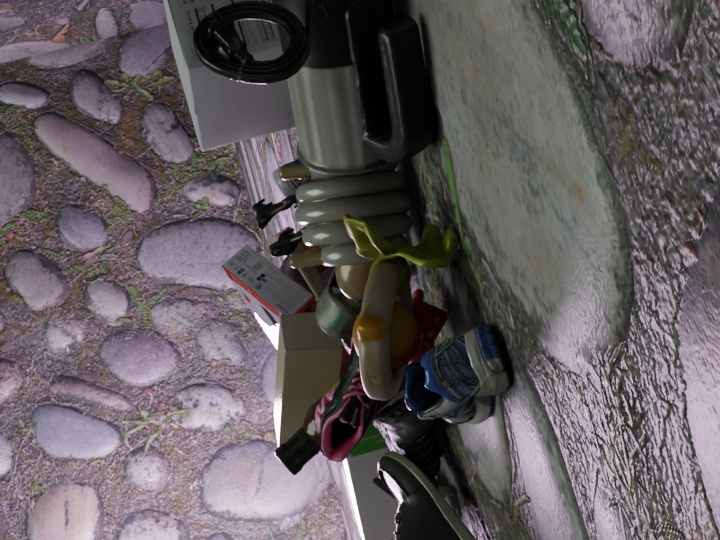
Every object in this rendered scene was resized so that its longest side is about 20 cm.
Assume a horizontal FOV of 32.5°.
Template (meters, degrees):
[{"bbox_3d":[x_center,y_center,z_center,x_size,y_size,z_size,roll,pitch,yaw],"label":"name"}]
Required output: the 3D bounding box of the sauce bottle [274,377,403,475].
[{"bbox_3d":[-0.022,0.176,1.550,0.065,0.200,0.065,48,177,3],"label":"sauce bottle"}]

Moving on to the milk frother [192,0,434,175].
[{"bbox_3d":[-0.047,-0.171,1.111,0.181,0.197,0.190,-123,18,-53],"label":"milk frother"}]

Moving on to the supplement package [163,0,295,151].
[{"bbox_3d":[-0.098,-0.250,1.305,0.152,0.197,0.152,92,161,-63],"label":"supplement package"}]

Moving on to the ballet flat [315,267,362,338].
[{"bbox_3d":[0.000,0.000,1.468,0.064,0.067,0.201,-56,8,40],"label":"ballet flat"}]

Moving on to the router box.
[{"bbox_3d":[-0.092,0.075,1.720,0.199,0.049,0.181,34,159,52],"label":"router box"}]

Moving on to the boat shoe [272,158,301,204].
[{"bbox_3d":[-0.062,-0.123,1.771,0.073,0.070,0.200,61,-170,8],"label":"boat shoe"}]

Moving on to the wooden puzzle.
[{"bbox_3d":[-0.048,0.018,1.680,0.187,0.046,0.200,58,176,-4],"label":"wooden puzzle"}]

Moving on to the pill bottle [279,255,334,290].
[{"bbox_3d":[-0.068,0.016,1.880,0.200,0.114,0.118,171,84,-82],"label":"pill bottle"}]

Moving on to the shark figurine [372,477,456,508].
[{"bbox_3d":[0.089,0.307,1.481,0.128,0.089,0.216,39,-153,-38],"label":"shark figurine"}]

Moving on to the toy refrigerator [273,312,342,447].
[{"bbox_3d":[-0.071,0.144,1.607,0.202,0.075,0.071,96,167,-45],"label":"toy refrigerator"}]

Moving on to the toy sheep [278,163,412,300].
[{"bbox_3d":[-0.010,-0.070,1.278,0.138,0.136,0.203,-152,54,-79],"label":"toy sheep"}]

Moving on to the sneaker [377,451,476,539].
[{"bbox_3d":[0.053,0.295,1.387,0.200,0.106,0.075,46,165,42],"label":"sneaker"}]

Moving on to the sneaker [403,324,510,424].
[{"bbox_3d":[0.077,0.101,1.138,0.200,0.084,0.078,95,158,-70],"label":"sneaker"}]

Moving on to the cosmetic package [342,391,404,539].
[{"bbox_3d":[0.031,0.265,1.678,0.085,0.106,0.203,-125,20,-71],"label":"cosmetic package"}]

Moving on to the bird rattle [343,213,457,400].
[{"bbox_3d":[0.023,0.047,1.168,0.164,0.111,0.202,-70,-12,-45],"label":"bird rattle"}]

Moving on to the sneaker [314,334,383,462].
[{"bbox_3d":[0.003,0.141,1.443,0.096,0.078,0.202,-71,4,-66],"label":"sneaker"}]

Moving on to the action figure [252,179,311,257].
[{"bbox_3d":[-0.035,-0.088,1.468,0.119,0.198,0.103,53,-140,-21],"label":"action figure"}]

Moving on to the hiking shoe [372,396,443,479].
[{"bbox_3d":[0.071,0.199,1.468,0.101,0.075,0.200,57,172,4],"label":"hiking shoe"}]
